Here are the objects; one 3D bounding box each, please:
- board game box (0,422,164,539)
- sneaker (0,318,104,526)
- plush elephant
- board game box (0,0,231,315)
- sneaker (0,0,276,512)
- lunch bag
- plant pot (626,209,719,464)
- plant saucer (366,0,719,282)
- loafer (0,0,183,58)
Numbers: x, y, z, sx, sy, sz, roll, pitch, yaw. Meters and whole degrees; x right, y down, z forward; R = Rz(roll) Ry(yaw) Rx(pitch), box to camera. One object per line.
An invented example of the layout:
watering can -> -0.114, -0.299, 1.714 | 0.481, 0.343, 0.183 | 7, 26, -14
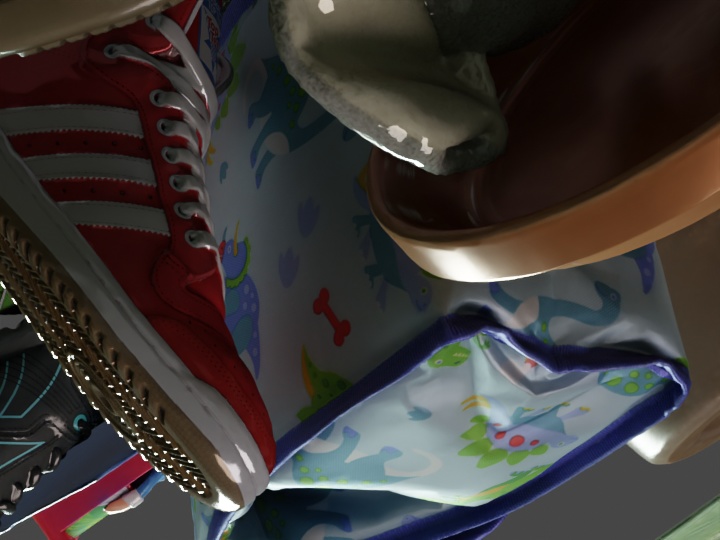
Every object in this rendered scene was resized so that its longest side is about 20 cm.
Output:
board game box -> -0.083, 0.078, 1.053 | 0.200, 0.039, 0.158 | -30, -173, 43
sneaker -> -0.147, 0.066, 0.979 | 0.199, 0.080, 0.075 | -15, 167, -21
plush elephant -> 0.030, -0.118, 0.649 | 0.199, 0.165, 0.155 | -22, 126, 24
board game box -> -0.060, -0.050, 0.952 | 0.200, 0.024, 0.105 | -44, 157, 28
sneaker -> -0.059, -0.029, 0.767 | 0.112, 0.200, 0.071 | -32, 156, -18
lunch bag -> 0.000, 0.000, 0.845 | 0.127, 0.171, 0.200 | 15, 144, -35
plant pot -> 0.110, -0.026, 0.995 | 0.200, 0.175, 0.200 | -32, 167, -8
plant saucer -> 0.089, -0.068, 0.677 | 0.200, 0.032, 0.201 | -35, -158, 16
loafer -> -0.136, -0.082, 0.712 | 0.199, 0.068, 0.076 | -15, -174, 7
